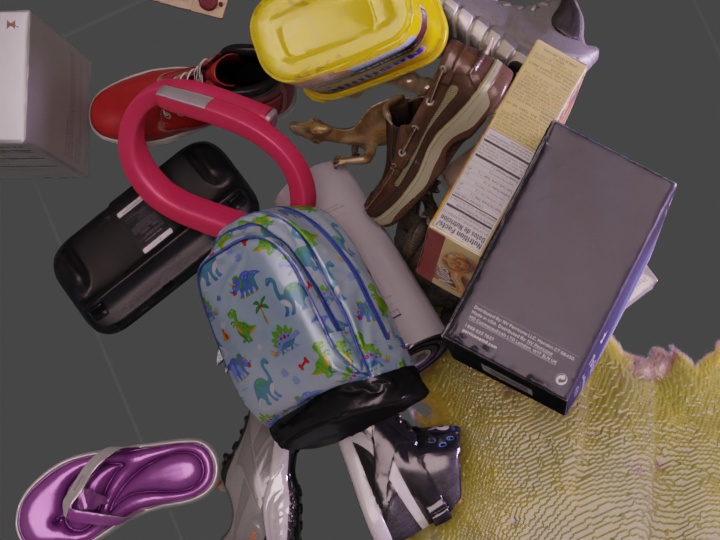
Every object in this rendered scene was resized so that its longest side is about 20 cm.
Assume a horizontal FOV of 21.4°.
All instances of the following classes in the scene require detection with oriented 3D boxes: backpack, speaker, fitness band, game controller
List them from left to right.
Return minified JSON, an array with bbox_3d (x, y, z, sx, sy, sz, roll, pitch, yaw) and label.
[{"bbox_3d":[-0.193,-0.033,1.789,0.199,0.042,0.105,-38,68,-1],"label":"game controller"},{"bbox_3d":[-0.129,-0.095,1.703,0.198,0.145,0.037,21,43,19],"label":"fitness band"},{"bbox_3d":[-0.053,0.041,1.635,0.162,0.153,0.202,-25,71,42],"label":"backpack"},{"bbox_3d":[0.000,0.000,1.724,0.081,0.081,0.201,-31,69,0],"label":"speaker"}]

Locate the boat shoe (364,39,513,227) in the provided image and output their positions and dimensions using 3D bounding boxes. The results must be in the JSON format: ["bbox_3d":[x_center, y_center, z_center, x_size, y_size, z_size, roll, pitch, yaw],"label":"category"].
[{"bbox_3d":[0.051,-0.125,1.657,0.075,0.075,0.203,34,126,-7],"label":"boat shoe"}]

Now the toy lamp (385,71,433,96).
[{"bbox_3d":[0.024,-0.185,1.779,0.198,0.058,0.059,23,85,9],"label":"toy lamp"}]

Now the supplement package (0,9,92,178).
[{"bbox_3d":[-0.325,-0.155,1.723,0.116,0.200,0.118,1,83,8],"label":"supplement package"}]

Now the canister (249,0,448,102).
[{"bbox_3d":[-0.008,-0.209,1.652,0.147,0.200,0.087,-20,89,10],"label":"canister"}]

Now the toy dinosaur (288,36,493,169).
[{"bbox_3d":[0.039,-0.132,1.707,0.198,0.101,0.059,-21,63,-5],"label":"toy dinosaur"}]

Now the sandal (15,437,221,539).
[{"bbox_3d":[-0.228,0.199,1.752,0.201,0.050,0.083,-21,82,2],"label":"sandal"}]

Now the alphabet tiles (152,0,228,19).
[{"bbox_3d":[-0.184,-0.359,1.838,0.165,0.008,0.202,15,84,6],"label":"alphabet tiles"}]

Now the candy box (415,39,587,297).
[{"bbox_3d":[0.120,-0.086,1.637,0.055,0.116,0.201,28,71,6],"label":"candy box"}]

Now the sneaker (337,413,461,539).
[{"bbox_3d":[0.031,0.140,1.736,0.111,0.073,0.202,-20,89,-3],"label":"sneaker"}]

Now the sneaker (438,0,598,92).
[{"bbox_3d":[0.137,-0.232,1.778,0.199,0.075,0.115,38,63,20],"label":"sneaker"}]

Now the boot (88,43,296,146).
[{"bbox_3d":[-0.163,-0.166,1.745,0.198,0.144,0.073,-9,84,4],"label":"boot"}]

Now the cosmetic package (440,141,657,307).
[{"bbox_3d":[0.171,-0.036,1.741,0.103,0.073,0.201,-38,81,-1],"label":"cosmetic package"}]

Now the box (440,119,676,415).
[{"bbox_3d":[0.168,0.004,1.598,0.122,0.200,0.200,26,86,8],"label":"box"}]

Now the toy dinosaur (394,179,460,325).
[{"bbox_3d":[0.063,-0.014,1.740,0.077,0.103,0.200,-22,62,-37],"label":"toy dinosaur"}]

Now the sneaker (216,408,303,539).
[{"bbox_3d":[-0.093,0.164,1.737,0.078,0.074,0.203,1,83,9],"label":"sneaker"}]
